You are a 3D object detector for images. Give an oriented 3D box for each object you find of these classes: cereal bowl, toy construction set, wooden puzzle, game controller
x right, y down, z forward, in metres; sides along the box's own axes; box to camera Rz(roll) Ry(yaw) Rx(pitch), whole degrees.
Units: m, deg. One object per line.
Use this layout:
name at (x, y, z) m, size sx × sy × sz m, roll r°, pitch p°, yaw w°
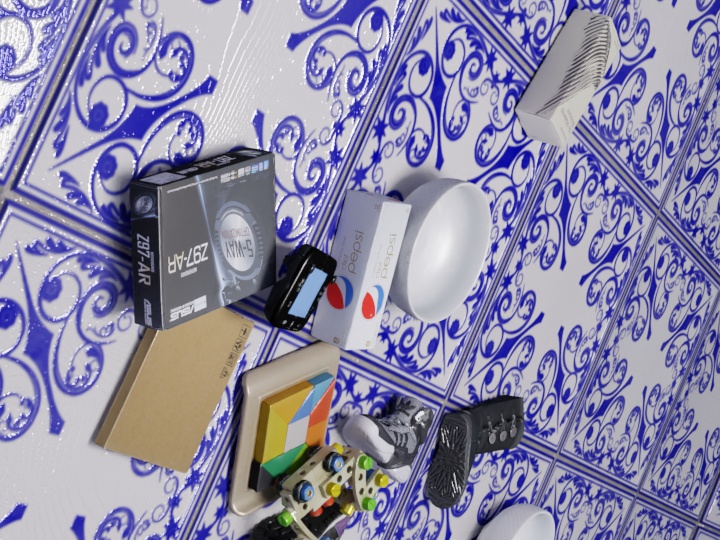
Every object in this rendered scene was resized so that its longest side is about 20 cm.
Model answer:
cereal bowl at (0.255, 0.498, 2.364) m, size 0.200 × 0.083 × 0.201 m, roll -30°, pitch 130°, yaw -44°
toy construction set at (-0.044, 0.307, 1.781) m, size 0.200 × 0.092 × 0.132 m, roll -51°, pitch 132°, yaw -47°
wooden puzzle at (-0.093, 0.207, 1.761) m, size 0.184 × 0.037 × 0.201 m, roll -20°, pitch 123°, yaw -49°
game controller at (-0.070, 0.024, 1.634) m, size 0.200 × 0.042 × 0.105 m, roll 31°, pitch 79°, yaw -80°
cereal bowl at (0.092, -0.035, 1.855) m, size 0.200 × 0.083 × 0.201 m, roll -31°, pitch 131°, yaw -44°

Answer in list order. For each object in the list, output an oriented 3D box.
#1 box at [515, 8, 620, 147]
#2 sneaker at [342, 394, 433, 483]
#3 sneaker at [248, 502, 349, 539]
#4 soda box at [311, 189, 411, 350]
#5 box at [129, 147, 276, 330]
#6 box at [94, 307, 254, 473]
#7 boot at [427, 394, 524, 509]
box at (0.317, -0.294, 2.050) m, size 0.201 × 0.068 × 0.082 m, roll -60°, pitch 146°, yaw -15°
sneaker at (0.043, 0.223, 1.936) m, size 0.114 × 0.075 × 0.200 m, roll -59°, pitch 151°, yaw -17°
sneaker at (-0.080, 0.376, 1.843) m, size 0.199 × 0.075 × 0.088 m, roll -21°, pitch 130°, yaw -49°
soda box at (0.000, 0.000, 1.760) m, size 0.068 × 0.063 × 0.201 m, roll 2°, pitch 105°, yaw -55°
box at (-0.170, -0.039, 1.488) m, size 0.200 × 0.043 × 0.161 m, roll -23°, pitch 120°, yaw -52°
box at (-0.212, 0.127, 1.561) m, size 0.163 × 0.021 × 0.201 m, roll 33°, pitch 80°, yaw -56°
boot at (0.194, 0.293, 2.205) m, size 0.200 × 0.065 × 0.166 m, roll -9°, pitch 116°, yaw -58°
